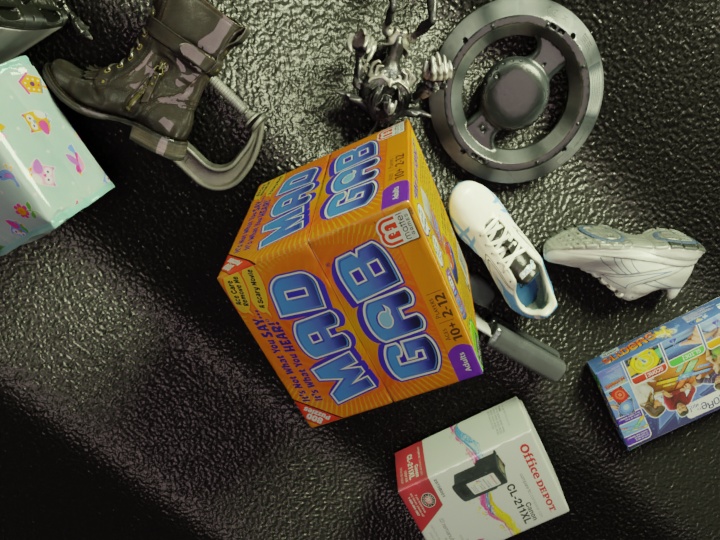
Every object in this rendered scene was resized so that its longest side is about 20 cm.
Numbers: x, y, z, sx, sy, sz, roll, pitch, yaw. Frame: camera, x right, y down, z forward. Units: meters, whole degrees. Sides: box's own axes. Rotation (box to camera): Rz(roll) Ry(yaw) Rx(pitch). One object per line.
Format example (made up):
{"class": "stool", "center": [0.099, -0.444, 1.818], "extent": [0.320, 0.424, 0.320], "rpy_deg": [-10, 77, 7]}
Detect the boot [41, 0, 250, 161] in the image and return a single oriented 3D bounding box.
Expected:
{"class": "boot", "center": [-0.231, -0.236, 0.676], "extent": [0.196, 0.069, 0.177], "rpy_deg": [28, 105, 0]}

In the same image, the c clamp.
{"class": "c clamp", "center": [-0.184, -0.201, 0.722], "extent": [0.170, 0.027, 0.201], "rpy_deg": [-39, 104, 12]}

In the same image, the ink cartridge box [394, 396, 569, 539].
{"class": "ink cartridge box", "center": [0.164, 0.289, 0.863], "extent": [0.196, 0.083, 0.148], "rpy_deg": [-27, 107, 10]}

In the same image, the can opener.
{"class": "can opener", "center": [0.185, 0.068, 0.801], "extent": [0.196, 0.054, 0.068], "rpy_deg": [29, 108, -11]}

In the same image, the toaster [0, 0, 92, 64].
{"class": "toaster", "center": [-0.399, -0.293, 0.612], "extent": [0.116, 0.182, 0.203], "rpy_deg": [-26, 107, 12]}

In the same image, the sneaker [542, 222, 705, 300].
{"class": "sneaker", "center": [0.318, -0.005, 0.767], "extent": [0.193, 0.075, 0.090], "rpy_deg": [6, 115, -1]}

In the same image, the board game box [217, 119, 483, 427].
{"class": "board game box", "center": [0.000, 0.000, 0.673], "extent": [0.195, 0.202, 0.203], "rpy_deg": [-19, 118, 16]}

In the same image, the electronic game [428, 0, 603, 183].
{"class": "electronic game", "center": [0.174, -0.201, 0.712], "extent": [0.193, 0.042, 0.206], "rpy_deg": [3, 113, 8]}

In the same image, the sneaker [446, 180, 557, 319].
{"class": "sneaker", "center": [0.175, -0.026, 0.753], "extent": [0.072, 0.072, 0.201], "rpy_deg": [-42, 109, -10]}

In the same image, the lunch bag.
{"class": "lunch bag", "center": [-0.408, -0.113, 0.703], "extent": [0.196, 0.123, 0.173], "rpy_deg": [-15, 115, 32]}

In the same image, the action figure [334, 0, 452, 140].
{"class": "action figure", "center": [0.039, -0.233, 0.672], "extent": [0.115, 0.102, 0.206], "rpy_deg": [11, 106, -5]}

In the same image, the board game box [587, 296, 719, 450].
{"class": "board game box", "center": [0.420, 0.139, 0.834], "extent": [0.196, 0.035, 0.138], "rpy_deg": [-27, 108, 9]}
